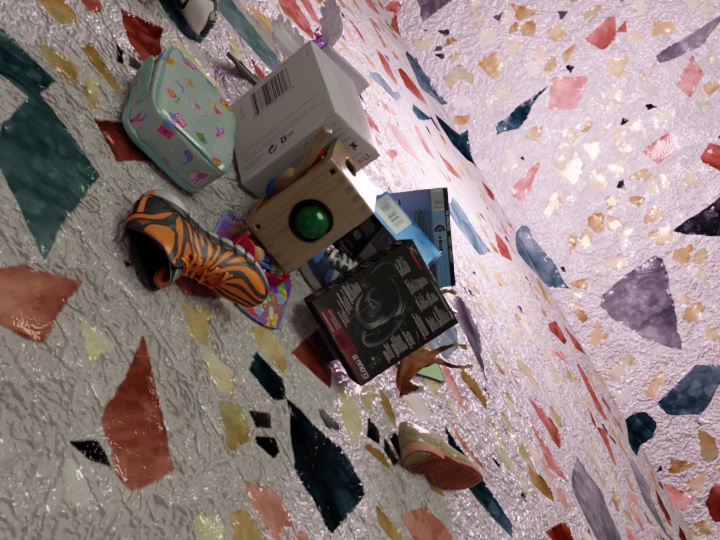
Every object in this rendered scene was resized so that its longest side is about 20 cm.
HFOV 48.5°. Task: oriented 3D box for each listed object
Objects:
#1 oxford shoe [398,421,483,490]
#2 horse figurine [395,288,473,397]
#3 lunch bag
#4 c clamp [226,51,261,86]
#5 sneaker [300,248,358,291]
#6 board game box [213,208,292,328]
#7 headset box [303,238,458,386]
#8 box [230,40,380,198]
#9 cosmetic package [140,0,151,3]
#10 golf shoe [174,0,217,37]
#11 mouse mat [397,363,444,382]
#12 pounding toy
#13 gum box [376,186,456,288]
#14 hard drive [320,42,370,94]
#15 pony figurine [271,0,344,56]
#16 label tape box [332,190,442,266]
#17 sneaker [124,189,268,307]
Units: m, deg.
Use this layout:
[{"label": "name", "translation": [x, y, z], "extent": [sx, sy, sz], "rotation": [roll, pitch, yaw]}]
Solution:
[{"label": "oxford shoe", "translation": [0.132, 0.297, 1.285], "extent": [0.200, 0.071, 0.074], "rotation": [40, 24, -41]}, {"label": "horse figurine", "translation": [0.107, 0.105, 1.338], "extent": [0.050, 0.132, 0.200], "rotation": [-36, 112, -72]}, {"label": "lunch bag", "translation": [-0.254, -0.216, 1.125], "extent": [0.160, 0.077, 0.200], "rotation": [43, 25, -33]}, {"label": "c clamp", "translation": [-0.175, -0.337, 1.494], "extent": [0.171, 0.027, 0.200], "rotation": [49, 7, 9]}, {"label": "sneaker", "translation": [0.000, 0.000, 1.297], "extent": [0.200, 0.146, 0.081], "rotation": [57, 20, -5]}, {"label": "board game box", "translation": [-0.141, -0.012, 1.139], "extent": [0.158, 0.039, 0.200], "rotation": [50, 22, -19]}, {"label": "headset box", "translation": [0.022, 0.066, 1.202], "extent": [0.149, 0.200, 0.077], "rotation": [59, -11, -9]}, {"label": "box", "translation": [-0.099, -0.231, 1.326], "extent": [0.131, 0.199, 0.200], "rotation": [35, 28, -45]}, {"label": "cosmetic package", "translation": [-0.373, -0.554, 1.307], "extent": [0.200, 0.103, 0.087], "rotation": [53, 19, -17]}, {"label": "golf shoe", "translation": [-0.320, -0.496, 1.413], "extent": [0.094, 0.078, 0.200], "rotation": [0, 57, -47]}, {"label": "mouse mat", "translation": [0.092, 0.132, 1.524], "extent": [0.200, 0.008, 0.161], "rotation": [27, 36, -56]}, {"label": "pounding toy", "translation": [-0.071, -0.115, 1.153], "extent": [0.142, 0.184, 0.200], "rotation": [52, 13, -14]}, {"label": "gum box", "translation": [0.084, -0.056, 1.421], "extent": [0.044, 0.200, 0.170], "rotation": [-8, 96, -33]}, {"label": "hard drive", "translation": [-0.094, -0.305, 1.445], "extent": [0.132, 0.200, 0.025], "rotation": [29, 27, -53]}, {"label": "pony figurine", "translation": [-0.095, -0.506, 1.852], "extent": [0.200, 0.166, 0.193], "rotation": [38, 31, -77]}, {"label": "label tape box", "translation": [0.029, -0.020, 1.372], "extent": [0.144, 0.200, 0.063], "rotation": [49, 50, 6]}, {"label": "sneaker", "translation": [-0.201, 0.000, 0.955], "extent": [0.200, 0.078, 0.112], "rotation": [38, 30, -19]}]
